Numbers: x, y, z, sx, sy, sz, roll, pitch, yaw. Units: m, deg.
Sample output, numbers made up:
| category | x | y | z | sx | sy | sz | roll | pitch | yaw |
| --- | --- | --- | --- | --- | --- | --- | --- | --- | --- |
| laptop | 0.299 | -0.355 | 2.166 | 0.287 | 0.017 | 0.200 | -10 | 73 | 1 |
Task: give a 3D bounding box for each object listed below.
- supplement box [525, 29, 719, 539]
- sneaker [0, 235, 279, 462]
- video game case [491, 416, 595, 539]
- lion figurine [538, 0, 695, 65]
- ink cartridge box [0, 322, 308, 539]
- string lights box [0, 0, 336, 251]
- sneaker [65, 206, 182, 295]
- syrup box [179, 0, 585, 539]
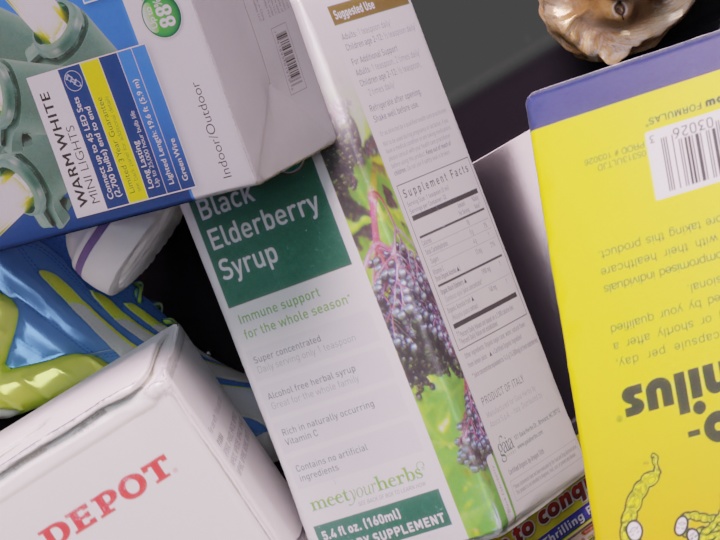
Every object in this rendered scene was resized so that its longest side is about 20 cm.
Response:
| category | x | y | z | sx | sy | sz | roll | pitch | yaw |
| --- | --- | --- | --- | --- | --- | --- | --- | --- | --- |
| supplement box | 0.138 | 0.031 | 0.984 | 0.109 | 0.109 | 0.200 | -17 | 69 | 27 |
| sneaker | -0.111 | 0.010 | 1.140 | 0.200 | 0.076 | 0.105 | 14 | 94 | -9 |
| video game case | 0.118 | 0.130 | 1.061 | 0.200 | 0.025 | 0.181 | -39 | 62 | 22 |
| lion figurine | 0.080 | -0.180 | 1.172 | 0.122 | 0.072 | 0.200 | -38 | 68 | 0 |
| ink cartridge box | -0.074 | 0.142 | 1.085 | 0.146 | 0.085 | 0.200 | -32 | 102 | 8 |
| string lights box | -0.117 | -0.063 | 1.030 | 0.200 | 0.059 | 0.103 | -14 | 101 | 32 |
| sneaker | -0.100 | -0.081 | 1.142 | 0.114 | 0.073 | 0.201 | 26 | 46 | -5 |
| syrup box | 0.000 | 0.000 | 1.062 | 0.079 | 0.081 | 0.200 | -19 | 93 | 31 |
